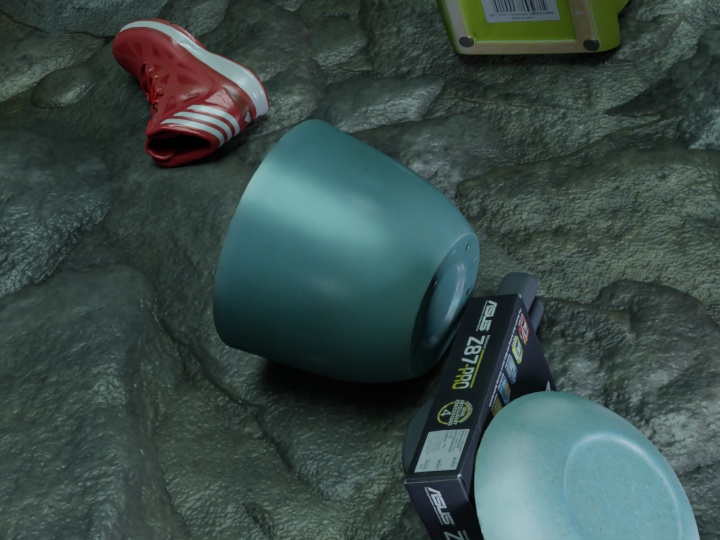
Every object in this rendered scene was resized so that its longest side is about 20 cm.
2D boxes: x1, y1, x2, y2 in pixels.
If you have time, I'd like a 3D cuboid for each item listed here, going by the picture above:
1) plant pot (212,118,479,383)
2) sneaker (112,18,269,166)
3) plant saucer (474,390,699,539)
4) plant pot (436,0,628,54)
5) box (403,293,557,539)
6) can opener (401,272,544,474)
[{"bbox_3d":[0.000,0.000,1.585,0.160,0.201,0.201,23,55,19],"label":"plant pot"},{"bbox_3d":[-0.195,-0.173,1.905,0.199,0.079,0.116,23,54,36],"label":"sneaker"},{"bbox_3d":[0.168,0.166,1.327,0.039,0.200,0.202,-40,23,44],"label":"plant saucer"},{"bbox_3d":[0.162,-0.316,1.855,0.199,0.200,0.182,1,52,18],"label":"plant pot"},{"bbox_3d":[0.099,0.140,1.403,0.049,0.162,0.200,-7,34,23],"label":"box"},{"bbox_3d":[0.091,0.082,1.565,0.066,0.053,0.200,10,49,28],"label":"can opener"}]
